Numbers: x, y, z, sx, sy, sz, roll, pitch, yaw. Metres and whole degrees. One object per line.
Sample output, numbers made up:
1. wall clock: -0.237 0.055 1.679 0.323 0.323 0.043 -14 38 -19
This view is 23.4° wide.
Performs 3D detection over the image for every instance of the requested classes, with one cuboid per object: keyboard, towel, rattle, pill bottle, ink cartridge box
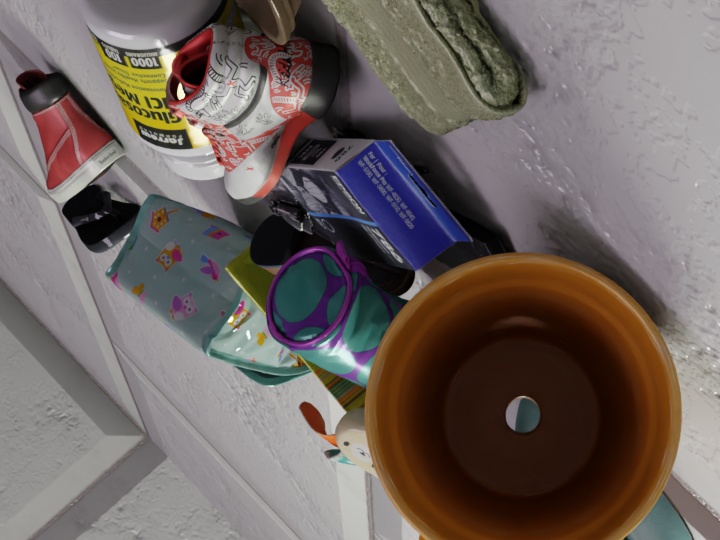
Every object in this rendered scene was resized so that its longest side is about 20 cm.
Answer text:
1. keyboard: 0.041 -0.050 1.295 0.200 0.021 0.127 30 161 47
2. towel: -0.028 0.046 1.572 0.200 0.086 0.018 49 163 3
3. rattle: 0.013 0.174 1.342 0.199 0.144 0.130 10 153 26
4. pill bottle: -0.140 -0.162 1.351 0.112 0.112 0.200 40 162 30
5. ink cartridge box: 0.003 -0.051 1.283 0.100 0.039 0.200 50 166 -16
6. towel: 0.015 -0.169 1.061 0.200 0.036 0.148 52 165 -10

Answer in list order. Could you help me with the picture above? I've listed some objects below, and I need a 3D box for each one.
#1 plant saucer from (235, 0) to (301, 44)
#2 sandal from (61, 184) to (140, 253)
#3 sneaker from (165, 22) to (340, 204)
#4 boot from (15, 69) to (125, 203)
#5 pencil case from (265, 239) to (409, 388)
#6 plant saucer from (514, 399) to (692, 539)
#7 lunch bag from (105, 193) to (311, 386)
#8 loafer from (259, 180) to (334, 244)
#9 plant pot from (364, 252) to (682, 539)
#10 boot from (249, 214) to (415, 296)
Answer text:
1. plant saucer: -0.097 -0.240 1.148 0.201 0.029 0.200 55 176 6
2. sandal: -0.325 -0.069 2.124 0.043 0.076 0.200 55 163 -28
3. sneaker: -0.098 -0.117 1.286 0.107 0.068 0.201 10 155 -19
4. boot: -0.351 -0.160 2.009 0.145 0.072 0.200 51 156 -5
5. pencil case: 0.021 0.050 1.347 0.200 0.092 0.085 28 -154 -44
6. plant saucer: 0.189 0.187 1.413 0.200 0.036 0.200 44 163 17
7. lunch bag: -0.122 0.024 1.707 0.170 0.122 0.200 34 -175 33
8. loafer: -0.080 -0.079 1.446 0.200 0.063 0.072 44 156 33
9. plant pot: 0.108 0.097 1.178 0.200 0.200 0.183 47 180 7
10. boot: 0.000 0.000 1.476 0.097 0.075 0.199 32 171 -39
